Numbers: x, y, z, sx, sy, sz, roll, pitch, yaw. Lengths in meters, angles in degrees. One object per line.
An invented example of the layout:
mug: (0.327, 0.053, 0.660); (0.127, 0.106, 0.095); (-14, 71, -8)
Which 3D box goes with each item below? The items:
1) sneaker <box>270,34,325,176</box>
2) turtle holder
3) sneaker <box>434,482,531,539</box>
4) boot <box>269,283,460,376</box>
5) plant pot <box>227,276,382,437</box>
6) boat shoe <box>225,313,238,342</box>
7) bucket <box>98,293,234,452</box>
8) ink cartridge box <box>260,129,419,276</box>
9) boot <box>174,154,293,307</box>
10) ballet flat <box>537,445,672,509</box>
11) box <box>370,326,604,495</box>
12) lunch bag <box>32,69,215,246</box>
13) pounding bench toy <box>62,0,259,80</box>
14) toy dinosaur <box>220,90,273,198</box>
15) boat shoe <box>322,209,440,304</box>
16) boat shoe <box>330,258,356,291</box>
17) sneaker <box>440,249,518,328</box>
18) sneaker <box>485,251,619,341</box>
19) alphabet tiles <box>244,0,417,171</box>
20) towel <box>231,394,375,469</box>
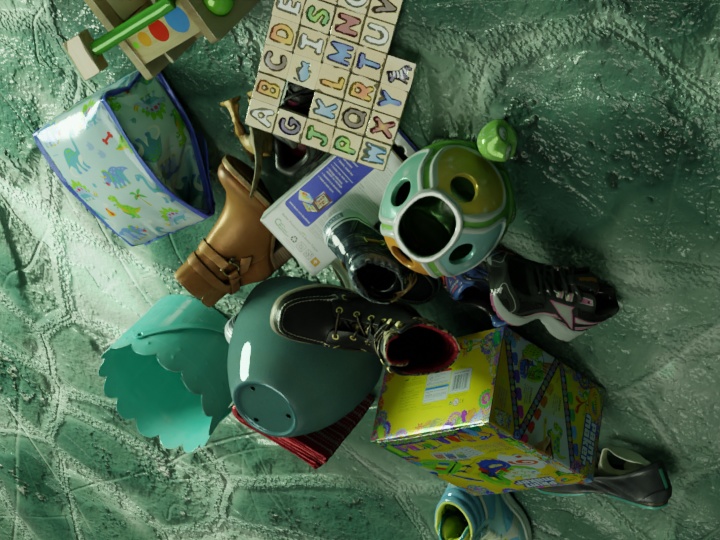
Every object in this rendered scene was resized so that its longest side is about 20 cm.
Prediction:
sneaker: (-0.065, -0.184, 1.568); (0.076, 0.084, 0.201); (21, 139, 18)
turtle holder: (0.104, -0.069, 1.496); (0.184, 0.132, 0.142); (-20, 97, 22)
sneaker: (0.160, 0.353, 1.905); (0.079, 0.131, 0.201); (-5, 127, 39)
boot: (0.008, 0.071, 1.616); (0.198, 0.074, 0.150); (10, -173, -25)
plant pot: (-0.088, 0.128, 1.740); (0.198, 0.135, 0.202); (17, 134, 18)
boat shoe: (-0.094, 0.070, 1.858); (0.198, 0.071, 0.092); (12, 131, 22)
bucket: (-0.262, 0.144, 2.015); (0.205, 0.135, 0.209); (22, 141, 19)
ink cartridge box: (-0.014, -0.091, 1.622); (0.199, 0.037, 0.095); (-39, 103, 20)
boot: (-0.169, -0.043, 1.712); (0.077, 0.154, 0.200); (59, -178, 32)
ballet flat: (0.301, 0.251, 1.752); (0.198, 0.073, 0.074); (1, 130, 45)
box: (0.154, 0.176, 1.685); (0.192, 0.123, 0.199); (32, 148, -34)
lunch bag: (-0.284, -0.134, 1.756); (0.169, 0.127, 0.201); (-16, 109, 46)
pounding bench toy: (-0.208, -0.287, 1.481); (0.155, 0.201, 0.125); (-16, 119, 46)
toy dinosaur: (-0.119, -0.154, 1.622); (0.060, 0.200, 0.107); (-20, 100, 1)
boat shoe: (0.036, 0.010, 1.621); (0.071, 0.091, 0.199); (-43, 136, 16)
boat shoe: (0.003, -0.001, 1.723); (0.071, 0.061, 0.203); (-23, 118, 14)
sneaker: (0.117, -0.009, 1.611); (0.199, 0.079, 0.076); (34, 141, 4)
sneaker: (0.214, 0.017, 1.530); (0.086, 0.081, 0.199); (-22, 156, 34)
alphabet tiles: (-0.025, -0.218, 1.498); (0.165, 0.008, 0.202); (19, 122, 2)
towel: (-0.074, 0.182, 1.864); (0.144, 0.200, 0.023); (30, 117, 9)
